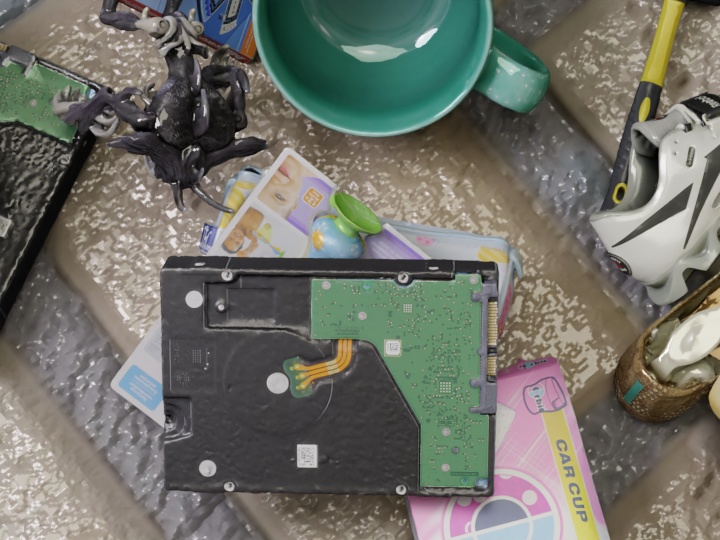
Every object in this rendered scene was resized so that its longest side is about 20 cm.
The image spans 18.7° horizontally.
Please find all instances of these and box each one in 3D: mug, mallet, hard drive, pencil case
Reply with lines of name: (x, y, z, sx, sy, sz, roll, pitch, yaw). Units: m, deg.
mug: (0.017, -0.162, 1.403, 0.151, 0.115, 0.186, -28, 108, 11)
mallet: (0.204, -0.127, 1.443, 0.065, 0.041, 0.201, 10, 80, 1)
hard drive: (-0.265, -0.054, 1.413, 0.139, 0.038, 0.201, 23, 77, 6)
pencil case: (0.000, 0.000, 1.381, 0.199, 0.083, 0.091, 17, 92, 4)
hard drive: (-0.018, 0.062, 1.292, 0.199, 0.038, 0.141, 0, 104, 3)

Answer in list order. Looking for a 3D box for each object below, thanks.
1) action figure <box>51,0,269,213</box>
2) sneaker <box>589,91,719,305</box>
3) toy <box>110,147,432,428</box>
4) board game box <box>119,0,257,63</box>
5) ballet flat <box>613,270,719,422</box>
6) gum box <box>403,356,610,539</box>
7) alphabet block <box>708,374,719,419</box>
action figure: (-0.125, -0.122, 1.371, 0.118, 0.102, 0.201, -1, 75, -30)
sneaker: (0.223, -0.082, 1.395, 0.088, 0.074, 0.200, 41, 76, -15)
toy: (-0.059, 0.038, 1.331, 0.115, 0.047, 0.200, 37, 108, -2)
board game box: (-0.086, -0.251, 1.461, 0.103, 0.019, 0.201, 24, 74, -21)
ballet flat: (0.246, 0.024, 1.382, 0.200, 0.065, 0.071, -41, 78, -10)
gum box: (0.090, 0.160, 1.345, 0.113, 0.066, 0.201, -14, 75, -3)
alphabet block: (0.342, 0.062, 1.261, 0.196, 0.200, 0.196, 30, 97, -5)
